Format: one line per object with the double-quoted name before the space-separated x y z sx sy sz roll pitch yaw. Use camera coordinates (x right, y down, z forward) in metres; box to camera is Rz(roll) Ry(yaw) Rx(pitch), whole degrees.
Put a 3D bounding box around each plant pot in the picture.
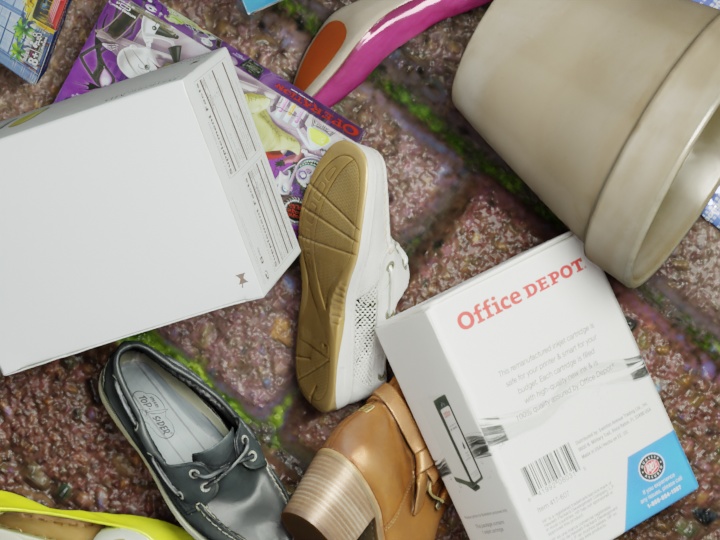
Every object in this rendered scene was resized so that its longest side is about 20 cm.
"plant pot" 0.163 -0.116 1.651 0.173 0.200 0.201 33 93 15

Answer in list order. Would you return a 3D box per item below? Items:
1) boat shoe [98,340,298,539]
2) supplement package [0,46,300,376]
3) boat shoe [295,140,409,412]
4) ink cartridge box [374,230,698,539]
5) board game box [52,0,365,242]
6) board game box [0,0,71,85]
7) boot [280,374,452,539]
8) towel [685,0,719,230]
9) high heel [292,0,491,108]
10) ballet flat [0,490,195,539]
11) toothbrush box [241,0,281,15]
"boat shoe" -0.108 0.124 1.704 0.074 0.066 0.200 -31 72 -20
"supplement package" -0.167 -0.041 1.666 0.199 0.111 0.156 -17 103 16
"boat shoe" 0.000 0.000 1.708 0.069 0.071 0.201 -10 122 -32
"ink cartridge box" 0.121 0.093 1.691 0.146 0.084 0.201 -25 91 -29
"board game box" -0.110 -0.100 1.717 0.199 0.032 0.120 32 122 -1
"board game box" -0.278 -0.259 1.691 0.199 0.062 0.201 21 104 -5
"boot" 0.041 0.174 1.729 0.155 0.073 0.200 -51 130 -26
"towel" 0.258 -0.116 1.736 0.200 0.024 0.145 37 94 -1
"high heel" 0.037 -0.164 1.723 0.096 0.068 0.200 33 108 -29
"ballet flat" -0.204 0.200 1.735 0.199 0.067 0.067 13 96 0
"toothbrush box" -0.080 -0.287 1.653 0.085 0.146 0.201 -23 103 2
